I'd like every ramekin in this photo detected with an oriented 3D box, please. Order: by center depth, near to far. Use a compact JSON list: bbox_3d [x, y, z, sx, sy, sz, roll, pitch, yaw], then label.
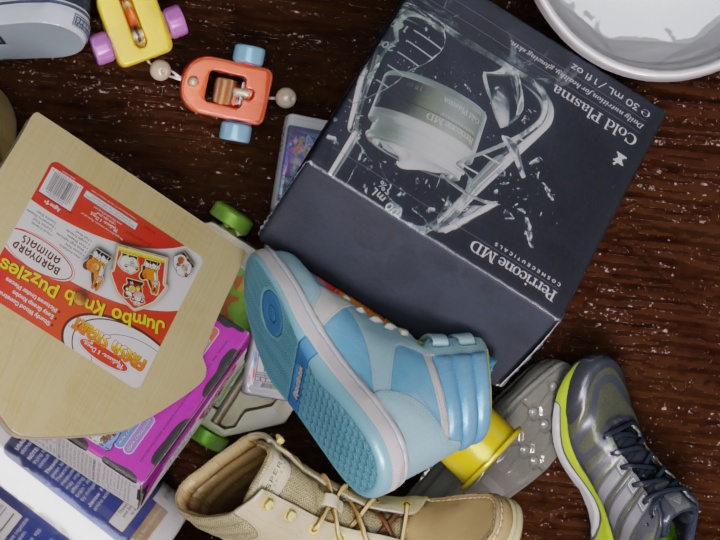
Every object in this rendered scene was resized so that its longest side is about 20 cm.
[{"bbox_3d":[0.207,-0.229,1.690,0.200,0.105,0.200,0,91,-2],"label":"ramekin"}]

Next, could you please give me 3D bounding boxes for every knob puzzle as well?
[{"bbox_3d":[-0.190,0.025,1.601,0.219,0.030,0.220,8,72,-27],"label":"knob puzzle"}]

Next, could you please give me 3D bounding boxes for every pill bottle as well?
[{"bbox_3d":[-0.229,0.150,1.709,0.200,0.111,0.111,38,92,-3],"label":"pill bottle"}]

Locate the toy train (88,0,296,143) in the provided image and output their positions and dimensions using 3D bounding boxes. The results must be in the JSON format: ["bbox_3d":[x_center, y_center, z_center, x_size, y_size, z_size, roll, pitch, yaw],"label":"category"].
[{"bbox_3d":[-0.115,-0.195,1.721,0.150,0.056,0.200,6,92,-10],"label":"toy train"}]

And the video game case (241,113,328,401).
[{"bbox_3d":[0.000,0.000,1.718,0.143,0.018,0.200,10,84,-15],"label":"video game case"}]

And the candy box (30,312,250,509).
[{"bbox_3d":[-0.196,0.052,1.658,0.200,0.061,0.136,33,65,6],"label":"candy box"}]

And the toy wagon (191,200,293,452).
[{"bbox_3d":[-0.121,0.028,1.740,0.200,0.040,0.155,32,92,-2],"label":"toy wagon"}]

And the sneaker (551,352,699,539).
[{"bbox_3d":[0.199,0.152,1.721,0.074,0.081,0.200,-25,100,-38],"label":"sneaker"}]

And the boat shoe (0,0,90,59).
[{"bbox_3d":[-0.282,-0.198,1.715,0.200,0.071,0.091,0,65,12],"label":"boat shoe"}]

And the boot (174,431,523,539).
[{"bbox_3d":[-0.008,0.163,1.616,0.200,0.073,0.155,-17,135,33],"label":"boot"}]

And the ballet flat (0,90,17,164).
[{"bbox_3d":[-0.271,-0.081,1.659,0.069,0.200,0.063,-21,136,4],"label":"ballet flat"}]

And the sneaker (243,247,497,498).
[{"bbox_3d":[0.013,0.054,1.614,0.130,0.080,0.200,-18,59,-27],"label":"sneaker"}]

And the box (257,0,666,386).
[{"bbox_3d":[0.070,-0.065,1.652,0.200,0.124,0.197,31,60,-3],"label":"box"}]

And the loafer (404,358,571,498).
[{"bbox_3d":[0.082,0.141,1.735,0.200,0.070,0.070,-48,124,-14],"label":"loafer"}]

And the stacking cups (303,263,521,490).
[{"bbox_3d":[0.018,0.064,1.672,0.200,0.061,0.061,42,92,5],"label":"stacking cups"}]
